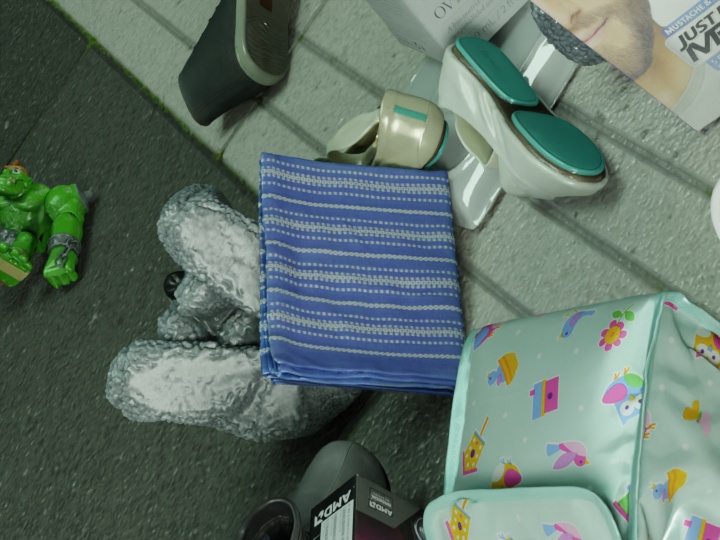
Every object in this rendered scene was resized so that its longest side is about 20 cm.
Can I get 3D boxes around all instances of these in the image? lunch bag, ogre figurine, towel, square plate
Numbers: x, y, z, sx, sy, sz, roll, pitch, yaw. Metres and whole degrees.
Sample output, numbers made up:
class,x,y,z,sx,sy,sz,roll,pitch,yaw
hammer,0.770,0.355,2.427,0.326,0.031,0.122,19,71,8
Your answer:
class,x,y,z,sx,sy,sz,roll,pitch,yaw
lunch bag,0.128,0.127,1.219,0.170,0.122,0.201,-12,59,51
ogre figurine,-0.351,-0.040,2.204,0.199,0.098,0.120,-15,38,42
towel,0.000,0.000,1.528,0.024,0.144,0.201,108,163,-50
square plate,0.085,-0.136,1.668,0.199,0.028,0.200,-58,27,-4

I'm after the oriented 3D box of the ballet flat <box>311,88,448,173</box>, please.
class,x,y,z,sx,sy,sz,roll,pitch,yaw
ballet flat,-0.005,-0.076,1.666,0.200,0.069,0.070,-45,26,50

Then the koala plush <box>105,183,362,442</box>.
class,x,y,z,sx,sy,sz,roll,pitch,yaw
koala plush,-0.084,0.039,1.654,0.200,0.183,0.178,-140,69,-83

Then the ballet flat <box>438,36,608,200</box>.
class,x,y,z,sx,sy,sz,roll,pitch,yaw
ballet flat,0.110,-0.091,1.536,0.070,0.069,0.200,-50,41,12

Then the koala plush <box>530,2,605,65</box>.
class,x,y,z,sx,sy,sz,roll,pitch,yaw
koala plush,0.147,-0.284,1.506,0.177,0.200,0.184,-37,31,24

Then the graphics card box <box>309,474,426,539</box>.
class,x,y,z,sx,sy,sz,roll,pitch,yaw
graphics card box,0.028,0.228,1.264,0.051,0.125,0.201,-42,30,33

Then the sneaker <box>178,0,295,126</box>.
class,x,y,z,sx,sy,sz,roll,pitch,yaw
sneaker,-0.120,-0.233,2.057,0.106,0.075,0.201,-32,37,36

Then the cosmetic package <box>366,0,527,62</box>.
class,x,y,z,sx,sy,sz,roll,pitch,yaw
cosmetic package,0.063,-0.298,1.647,0.199,0.200,0.123,-45,26,-5

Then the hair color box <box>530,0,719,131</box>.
class,x,y,z,sx,sy,sz,roll,pitch,yaw
hair color box,0.183,-0.183,1.367,0.109,0.200,0.065,-36,33,34

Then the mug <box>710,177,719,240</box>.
class,x,y,z,sx,sy,sz,roll,pitch,yaw
mug,0.297,-0.061,1.160,0.154,0.186,0.150,-61,-7,-28

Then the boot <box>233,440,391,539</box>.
class,x,y,z,sx,sy,sz,roll,pitch,yaw
boot,-0.036,0.171,1.361,0.069,0.132,0.201,9,59,16
